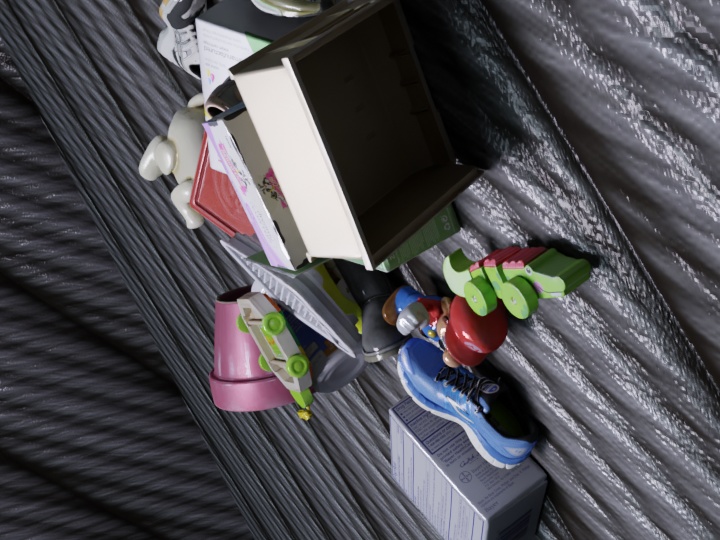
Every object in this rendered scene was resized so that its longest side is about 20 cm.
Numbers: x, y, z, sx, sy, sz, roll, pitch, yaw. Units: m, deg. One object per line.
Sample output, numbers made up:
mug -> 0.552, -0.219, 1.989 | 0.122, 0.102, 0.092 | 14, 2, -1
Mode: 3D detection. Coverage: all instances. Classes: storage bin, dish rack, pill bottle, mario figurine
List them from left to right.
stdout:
dish rack -> -0.085, 0.023, 1.363 | 0.200, 0.044, 0.172 | 30, 166, 45
pill bottle -> -0.079, 0.080, 1.590 | 0.200, 0.112, 0.112 | 49, 158, 25
storage bin -> 0.006, -0.138, 0.968 | 0.093, 0.198, 0.201 | 1, 122, 46
mario figurine -> 0.091, 0.071, 1.171 | 0.200, 0.123, 0.107 | -170, 64, -69

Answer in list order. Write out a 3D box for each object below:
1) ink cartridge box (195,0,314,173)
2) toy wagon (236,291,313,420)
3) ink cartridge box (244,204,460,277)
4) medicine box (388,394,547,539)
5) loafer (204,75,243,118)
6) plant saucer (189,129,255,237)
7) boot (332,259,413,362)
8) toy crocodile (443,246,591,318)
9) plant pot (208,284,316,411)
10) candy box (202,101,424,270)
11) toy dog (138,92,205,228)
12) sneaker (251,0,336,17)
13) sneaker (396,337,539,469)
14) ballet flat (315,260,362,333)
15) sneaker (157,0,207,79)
ink cartridge box -> -0.101, -0.195, 1.192 | 0.144, 0.084, 0.201 | 22, 135, 23
toy wagon -> -0.116, 0.124, 1.515 | 0.201, 0.039, 0.155 | 61, 161, -9
ink cartridge box -> -0.010, -0.028, 1.144 | 0.145, 0.199, 0.048 | 16, 132, 61
medicine box -> 0.134, 0.267, 1.360 | 0.200, 0.103, 0.183 | 47, 157, 31
loafer -> -0.090, -0.122, 1.131 | 0.200, 0.063, 0.072 | 47, 138, -7
plant saucer -> -0.156, -0.118, 1.430 | 0.199, 0.037, 0.201 | 36, 128, 21
boot -> -0.002, 0.001, 1.312 | 0.182, 0.072, 0.201 | -105, -5, -75
toy crocodile -> 0.148, 0.003, 1.007 | 0.062, 0.067, 0.200 | 63, 160, -10
plant pot -> -0.168, 0.122, 1.774 | 0.200, 0.199, 0.181 | 14, 116, 63
candy box -> -0.035, -0.121, 1.072 | 0.071, 0.199, 0.169 | 11, 128, 64
toy dog -> -0.214, -0.152, 1.591 | 0.200, 0.139, 0.195 | 47, 121, 33
sneaker -> -0.096, -0.342, 1.104 | 0.200, 0.077, 0.089 | 46, 148, 27
sneaker -> 0.132, 0.143, 1.229 | 0.200, 0.079, 0.089 | 38, 145, 4
ballet flat -> -0.030, -0.005, 1.431 | 0.201, 0.067, 0.067 | 57, 143, 9
sneaker -> -0.225, -0.335, 1.435 | 0.088, 0.076, 0.200 | 42, 162, 2
